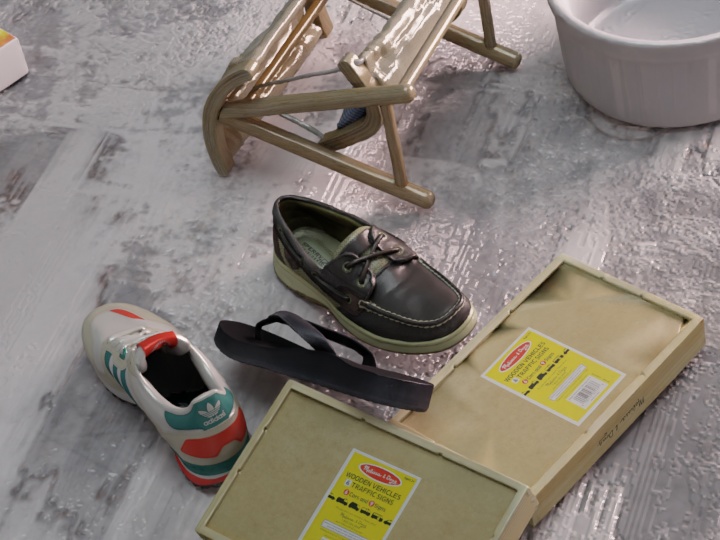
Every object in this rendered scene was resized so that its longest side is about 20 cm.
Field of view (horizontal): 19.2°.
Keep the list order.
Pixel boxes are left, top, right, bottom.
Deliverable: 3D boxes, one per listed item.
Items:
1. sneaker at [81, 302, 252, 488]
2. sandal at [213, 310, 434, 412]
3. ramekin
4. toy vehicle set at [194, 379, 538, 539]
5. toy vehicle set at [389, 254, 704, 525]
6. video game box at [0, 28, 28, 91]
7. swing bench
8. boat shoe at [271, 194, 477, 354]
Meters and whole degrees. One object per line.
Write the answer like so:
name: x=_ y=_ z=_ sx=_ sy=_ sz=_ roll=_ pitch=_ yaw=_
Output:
sneaker: x=-0.140 y=0.064 z=1.506 sx=0.070 sy=0.093 sz=0.200 roll=-28 pitch=46 yaw=-17
sandal: x=-0.022 y=0.057 z=1.479 sx=0.200 sy=0.076 sz=0.043 roll=14 pitch=92 yaw=45
ramekin: x=0.250 y=-0.204 z=1.700 sx=0.200 sy=0.098 sz=0.201 roll=-6 pitch=43 yaw=6
toy vehicle set: x=0.002 y=0.162 z=1.395 sx=0.200 sy=0.027 sz=0.124 roll=23 pitch=70 yaw=31
toy vehicle set: x=0.130 y=0.078 z=1.469 sx=0.124 sy=0.027 sz=0.200 roll=27 pitch=55 yaw=34
video game box: x=-0.422 y=-0.169 z=1.848 sx=0.182 sy=0.047 sz=0.200 roll=32 pitch=58 yaw=34
swing bench: x=-0.003 y=-0.171 z=1.697 sx=0.200 sy=0.130 sz=0.199 roll=11 pitch=48 yaw=23
boat shoe: x=0.000 y=-0.001 z=1.551 sx=0.072 sy=0.066 sz=0.201 roll=-40 pitch=42 yaw=-22
